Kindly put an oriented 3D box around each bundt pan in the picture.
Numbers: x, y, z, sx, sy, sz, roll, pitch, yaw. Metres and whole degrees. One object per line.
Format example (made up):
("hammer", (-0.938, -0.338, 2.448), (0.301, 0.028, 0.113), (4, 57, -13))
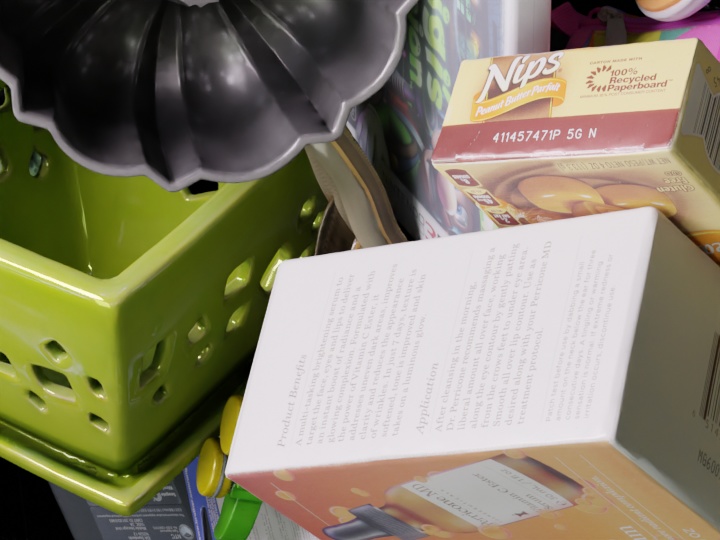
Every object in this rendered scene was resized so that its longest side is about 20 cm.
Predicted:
("bundt pan", (-0.077, -0.141, 1.181), (0.076, 0.202, 0.202), (-123, 16, -64))

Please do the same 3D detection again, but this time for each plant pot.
("plant pot", (-0.137, -0.003, 1.368), (0.200, 0.199, 0.182), (24, 136, 25))

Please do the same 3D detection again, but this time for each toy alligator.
("toy alligator", (-0.035, 0.065, 1.323), (0.059, 0.054, 0.200), (9, 141, -18))

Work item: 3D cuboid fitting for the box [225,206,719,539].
("box", (0.072, 0.065, 1.140), (0.200, 0.106, 0.152), (-9, 146, 39))

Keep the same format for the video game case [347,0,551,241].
("video game case", (0.035, -0.093, 1.221), (0.182, 0.023, 0.200), (-130, 31, -49))

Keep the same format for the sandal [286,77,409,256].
("sandal", (0.000, 0.000, 1.284), (0.200, 0.054, 0.080), (61, 173, -28))

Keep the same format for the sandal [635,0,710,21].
("sandal", (0.143, -0.192, 1.086), (0.207, 0.059, 0.079), (-60, 38, 39))

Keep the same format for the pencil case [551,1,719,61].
("pencil case", (0.173, -0.077, 1.144), (0.200, 0.088, 0.088), (0, 118, 37))

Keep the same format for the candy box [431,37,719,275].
("candy box", (0.133, -0.019, 1.127), (0.115, 0.055, 0.200), (-1, 150, 38))

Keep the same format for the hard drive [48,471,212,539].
("hard drive", (-0.109, 0.157, 1.567), (0.140, 0.033, 0.200), (-5, 115, 40))

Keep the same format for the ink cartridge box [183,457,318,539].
("ink cartridge box", (-0.025, 0.123, 1.409), (0.200, 0.042, 0.119), (-29, 72, 52))
